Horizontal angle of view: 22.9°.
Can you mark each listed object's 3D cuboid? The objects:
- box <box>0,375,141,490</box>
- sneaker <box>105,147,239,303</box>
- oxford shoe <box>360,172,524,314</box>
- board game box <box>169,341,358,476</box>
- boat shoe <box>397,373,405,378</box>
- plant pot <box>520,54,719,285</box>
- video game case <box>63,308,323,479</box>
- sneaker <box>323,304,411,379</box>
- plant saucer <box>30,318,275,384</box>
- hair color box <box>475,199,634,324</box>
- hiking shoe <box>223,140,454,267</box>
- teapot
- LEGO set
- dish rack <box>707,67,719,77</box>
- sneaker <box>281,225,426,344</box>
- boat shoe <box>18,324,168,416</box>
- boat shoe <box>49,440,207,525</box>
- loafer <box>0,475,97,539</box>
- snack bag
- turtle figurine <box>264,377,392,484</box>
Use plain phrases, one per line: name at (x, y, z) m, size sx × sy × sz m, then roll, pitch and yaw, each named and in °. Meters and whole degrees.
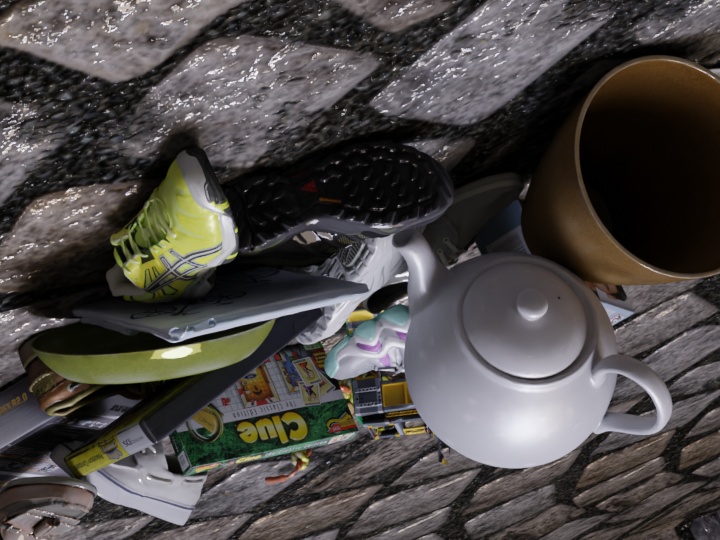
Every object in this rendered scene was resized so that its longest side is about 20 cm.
box at (-0.287, 0.153, 1.657) m, size 0.158 × 0.049 × 0.200 m, roll -30°, pitch 159°, yaw 19°
sneaker at (-0.143, -0.021, 1.332) m, size 0.076 × 0.076 × 0.200 m, roll -18°, pitch 158°, yaw -21°
oxford shoe at (0.069, -0.023, 1.597) m, size 0.199 × 0.058 × 0.075 m, roll -33°, pitch 157°, yaw 21°
board game box at (-0.102, 0.132, 1.727) m, size 0.199 × 0.105 × 0.023 m, roll -9°, pitch 158°, yaw -37°
boat shoe at (0.123, 0.067, 1.863) m, size 0.199 × 0.074 × 0.065 m, roll -33°, pitch 153°, yaw 23°
plant pot at (0.221, -0.061, 1.526) m, size 0.185 × 0.188 × 0.200 m, roll -14°, pitch 171°, yaw -24°
video game case at (-0.146, 0.102, 1.538) m, size 0.200 × 0.026 × 0.180 m, roll -37°, pitch -176°, yaw -33°
sneaker at (0.077, 0.089, 1.606) m, size 0.199 × 0.141 × 0.078 m, roll -27°, pitch 174°, yaw 3°
plant saucer at (-0.164, 0.060, 1.430) m, size 0.198 × 0.031 × 0.200 m, roll -5°, pitch -171°, yaw 1°
hair color box at (0.189, 0.002, 1.731) m, size 0.060 × 0.100 × 0.200 m, roll -32°, pitch 159°, yaw 21°
hiking shoe at (-0.025, -0.048, 1.422) m, size 0.198 × 0.076 × 0.101 m, roll -9°, pitch 166°, yaw -12°
teapot at (0.135, 0.062, 1.484) m, size 0.198 × 0.199 × 0.146 m, roll -8°, pitch 154°, yaw -13°
LEGO set at (0.055, 0.091, 1.730) m, size 0.115 × 0.155 × 0.200 m, roll -7°, pitch 154°, yaw 6°
dish rack at (0.327, -0.126, 1.646) m, size 0.199 × 0.044 × 0.172 m, roll -6°, pitch 155°, yaw -38°
sneaker at (0.000, 0.000, 1.553) m, size 0.099 × 0.078 × 0.200 m, roll -13°, pitch 159°, yaw -36°
boat shoe at (-0.195, 0.081, 1.544) m, size 0.199 × 0.068 × 0.072 m, roll -13°, pitch 158°, yaw -27°
boat shoe at (-0.209, 0.183, 1.655) m, size 0.066 × 0.072 × 0.200 m, roll -58°, pitch 141°, yaw -2°
loafer at (-0.309, 0.229, 1.599) m, size 0.199 × 0.063 × 0.072 m, roll -16°, pitch 148°, yaw 41°
snack bag at (-0.110, 0.028, 1.432) m, size 0.187 × 0.022 × 0.199 m, roll -12°, pitch -170°, yaw -30°
turtle figurine at (-0.030, 0.153, 1.925) m, size 0.160 × 0.065 × 0.200 m, roll -19°, pitch 153°, yaw -36°
